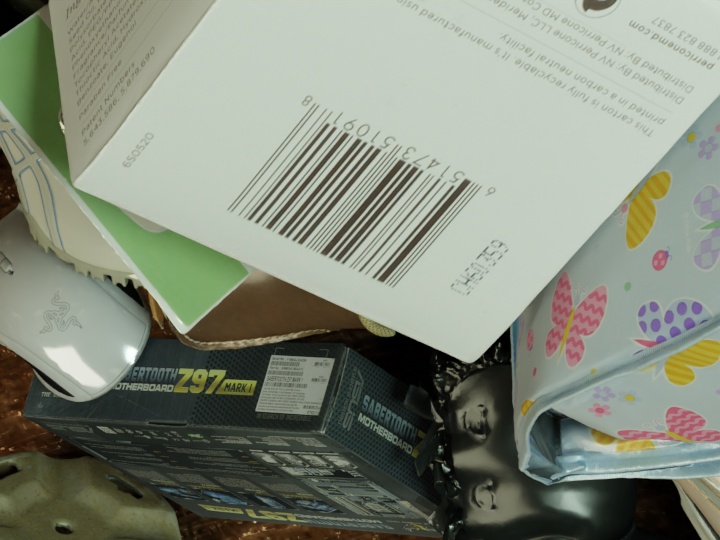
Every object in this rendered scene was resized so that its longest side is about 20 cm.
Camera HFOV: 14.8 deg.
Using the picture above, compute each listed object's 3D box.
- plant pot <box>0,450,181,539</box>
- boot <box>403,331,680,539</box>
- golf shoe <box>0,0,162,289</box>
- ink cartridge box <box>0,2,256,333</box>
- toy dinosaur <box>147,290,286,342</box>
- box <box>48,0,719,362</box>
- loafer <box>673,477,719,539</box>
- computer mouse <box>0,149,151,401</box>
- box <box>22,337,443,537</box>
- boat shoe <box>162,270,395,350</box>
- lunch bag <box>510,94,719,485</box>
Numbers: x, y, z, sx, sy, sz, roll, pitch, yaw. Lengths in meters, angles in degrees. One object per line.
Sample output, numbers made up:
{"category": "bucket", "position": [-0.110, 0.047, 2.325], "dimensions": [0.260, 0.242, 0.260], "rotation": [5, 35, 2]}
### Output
{"category": "plant pot", "position": [-0.180, 0.212, 1.576], "dimensions": [0.200, 0.200, 0.184], "rotation": [27, 122, 20]}
{"category": "boot", "position": [0.122, 0.107, 1.316], "dimensions": [0.198, 0.073, 0.163], "rotation": [-4, 95, -1]}
{"category": "golf shoe", "position": [-0.146, -0.074, 1.356], "dimensions": [0.200, 0.078, 0.097], "rotation": [44, 155, 29]}
{"category": "ink cartridge box", "position": [-0.073, -0.069, 1.187], "dimensions": [0.146, 0.200, 0.048], "rotation": [51, 137, -4]}
{"category": "toy dinosaur", "position": [-0.091, -0.002, 1.403], "dimensions": [0.200, 0.060, 0.106], "rotation": [45, 175, -6]}
{"category": "box", "position": [0.015, -0.100, 1.082], "dimensions": [0.199, 0.131, 0.200], "rotation": [24, 121, -28]}
{"category": "loafer", "position": [0.154, 0.061, 1.261], "dimensions": [0.200, 0.072, 0.063], "rotation": [51, 158, -6]}
{"category": "computer mouse", "position": [-0.175, -0.005, 1.414], "dimensions": [0.200, 0.110, 0.044], "rotation": [37, 178, 44]}
{"category": "box", "position": [-0.046, 0.084, 1.403], "dimensions": [0.200, 0.051, 0.158], "rotation": [1, 156, 38]}
{"category": "boat shoe", "position": [-0.003, -0.004, 1.279], "dimensions": [0.202, 0.075, 0.075], "rotation": [-24, 128, 17]}
{"category": "lunch bag", "position": [0.141, -0.014, 1.143], "dimensions": [0.127, 0.170, 0.200], "rotation": [24, 145, -35]}
